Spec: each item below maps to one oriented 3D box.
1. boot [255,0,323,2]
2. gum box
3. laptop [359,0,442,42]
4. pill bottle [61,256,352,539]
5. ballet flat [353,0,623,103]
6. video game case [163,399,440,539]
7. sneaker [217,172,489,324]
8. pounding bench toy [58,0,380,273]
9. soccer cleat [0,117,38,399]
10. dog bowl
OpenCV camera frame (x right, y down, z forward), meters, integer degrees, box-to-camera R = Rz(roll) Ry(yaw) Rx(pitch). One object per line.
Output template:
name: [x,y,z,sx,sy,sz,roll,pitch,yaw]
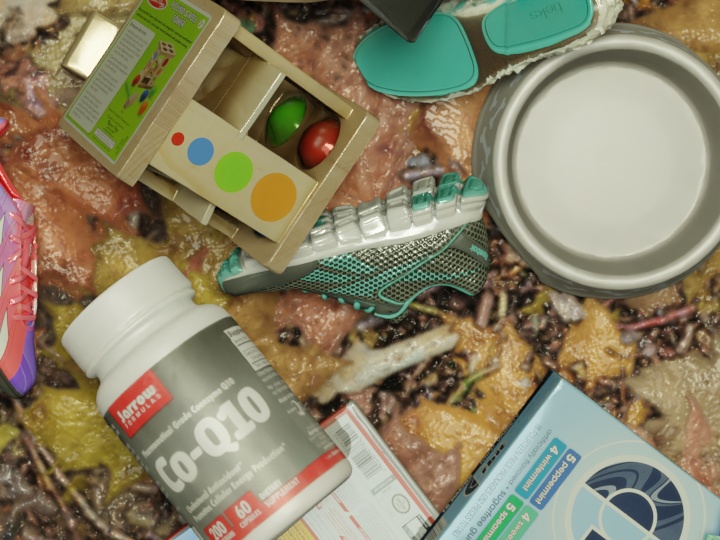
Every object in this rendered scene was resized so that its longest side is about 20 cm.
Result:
boot: [-0.016,-0.217,1.157,0.200,0.074,0.076,-5,113,-1]
gum box: [0.165,0.198,1.246,0.200,0.045,0.170,38,92,-8]
laptop: [-0.014,-0.277,1.125,0.200,0.116,0.187,25,74,34]
pill bottle: [-0.109,0.097,1.206,0.114,0.114,0.200,-40,84,3]
ballet flat: [0.092,-0.161,1.206,0.200,0.072,0.072,-10,95,33]
video game case: [-0.042,0.209,1.269,0.200,0.017,0.143,-37,93,2]
sneaker: [0.000,0.000,1.229,0.200,0.078,0.091,-13,109,9]
pounding bench toy: [-0.105,-0.107,1.200,0.156,0.200,0.124,32,93,-34]
soccer cleat: [-0.255,-0.010,1.232,0.073,0.068,0.200,-18,92,-3]
dog bowl: [0.178,-0.076,1.227,0.200,0.059,0.200,0,95,1]
